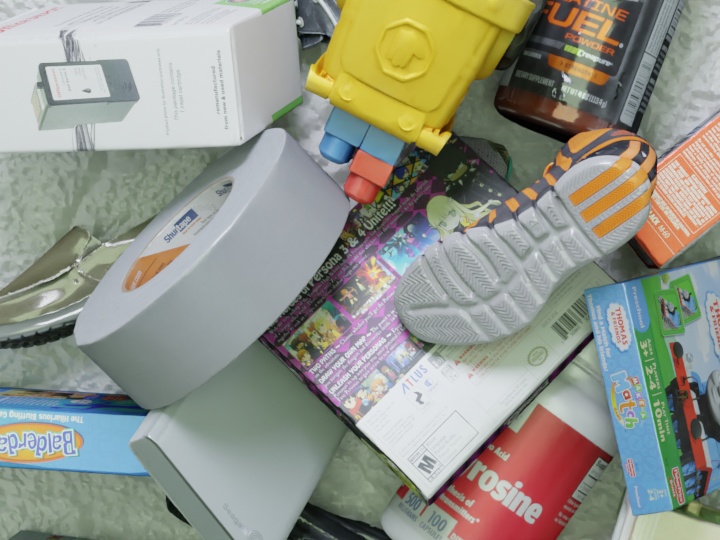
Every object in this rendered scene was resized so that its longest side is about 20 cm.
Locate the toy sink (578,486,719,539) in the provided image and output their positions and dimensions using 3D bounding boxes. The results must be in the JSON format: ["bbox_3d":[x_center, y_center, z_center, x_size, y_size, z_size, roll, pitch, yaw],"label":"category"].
[{"bbox_3d":[0.222,0.213,1.372,0.199,0.130,0.113,18,92,6],"label":"toy sink"}]

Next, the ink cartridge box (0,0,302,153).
[{"bbox_3d":[-0.157,-0.139,1.372,0.199,0.146,0.085,-1,106,17],"label":"ink cartridge box"}]

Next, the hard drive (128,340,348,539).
[{"bbox_3d":[-0.072,0.100,1.356,0.026,0.200,0.132,-21,115,36],"label":"hard drive"}]

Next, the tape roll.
[{"bbox_3d":[-0.100,-0.003,1.311,0.200,0.200,0.066,-43,106,4],"label":"tape roll"}]

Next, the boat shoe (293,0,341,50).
[{"bbox_3d":[-0.022,-0.189,1.424,0.068,0.072,0.200,-41,94,2],"label":"boat shoe"}]

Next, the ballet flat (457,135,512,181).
[{"bbox_3d":[0.056,-0.004,1.398,0.072,0.072,0.201,11,75,5],"label":"ballet flat"}]

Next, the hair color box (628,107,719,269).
[{"bbox_3d":[0.266,-0.086,1.376,0.200,0.111,0.064,-38,87,3],"label":"hair color box"}]

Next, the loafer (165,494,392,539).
[{"bbox_3d":[-0.052,0.202,1.418,0.200,0.068,0.071,23,53,2],"label":"loafer"}]

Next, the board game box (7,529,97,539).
[{"bbox_3d":[-0.196,0.303,1.441,0.147,0.064,0.201,7,92,4],"label":"board game box"}]

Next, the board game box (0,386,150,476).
[{"bbox_3d":[-0.215,0.113,1.397,0.199,0.152,0.045,4,91,5],"label":"board game box"}]

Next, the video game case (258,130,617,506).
[{"bbox_3d":[0.051,0.028,1.337,0.181,0.036,0.200,43,79,13],"label":"video game case"}]

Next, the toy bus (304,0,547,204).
[{"bbox_3d":[0.032,-0.145,1.317,0.135,0.200,0.193,25,106,-1],"label":"toy bus"}]

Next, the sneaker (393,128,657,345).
[{"bbox_3d":[0.117,-0.024,1.297,0.199,0.112,0.078,-29,100,24],"label":"sneaker"}]

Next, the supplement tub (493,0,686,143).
[{"bbox_3d":[0.174,-0.189,1.386,0.106,0.107,0.201,20,92,4],"label":"supplement tub"}]

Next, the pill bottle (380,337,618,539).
[{"bbox_3d":[0.112,0.130,1.387,0.112,0.112,0.200,35,90,4],"label":"pill bottle"}]

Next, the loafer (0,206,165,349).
[{"bbox_3d":[-0.205,0.005,1.441,0.199,0.075,0.070,-18,83,-5],"label":"loafer"}]

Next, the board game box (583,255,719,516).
[{"bbox_3d":[0.233,0.071,1.344,0.036,0.200,0.152,-13,89,38],"label":"board game box"}]
